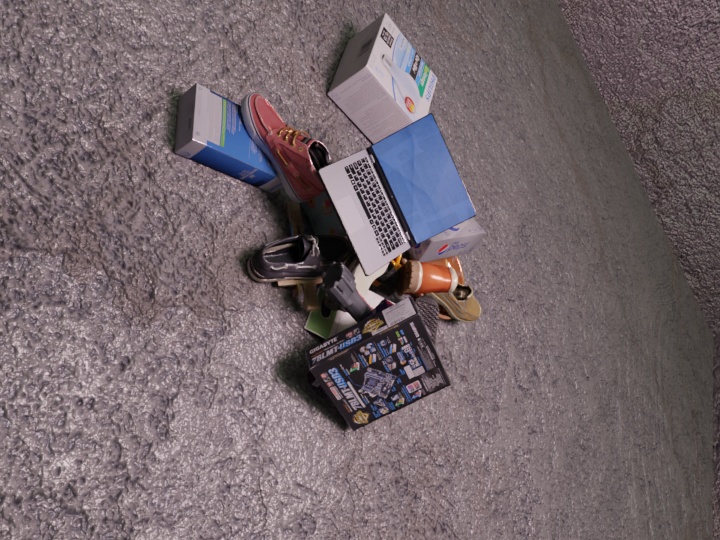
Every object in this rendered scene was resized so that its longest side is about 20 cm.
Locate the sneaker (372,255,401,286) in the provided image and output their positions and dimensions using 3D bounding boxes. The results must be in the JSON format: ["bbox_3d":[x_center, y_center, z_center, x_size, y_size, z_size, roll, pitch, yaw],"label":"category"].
[{"bbox_3d":[0.057,-0.067,1.267,0.077,0.076,0.205,25,56,-38],"label":"sneaker"}]

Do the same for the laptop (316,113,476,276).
[{"bbox_3d":[0.063,-0.127,1.014,0.199,0.115,0.191,-31,98,-41],"label":"laptop"}]

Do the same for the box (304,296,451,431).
[{"bbox_3d":[0.034,0.163,1.026,0.202,0.195,0.050,61,6,-40],"label":"box"}]

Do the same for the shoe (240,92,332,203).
[{"bbox_3d":[-0.115,-0.214,1.020,0.203,0.090,0.072,60,41,-15],"label":"shoe"}]

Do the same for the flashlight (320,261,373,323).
[{"bbox_3d":[0.004,0.063,1.056,0.069,0.067,0.201,-54,127,-19],"label":"flashlight"}]

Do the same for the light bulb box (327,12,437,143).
[{"bbox_3d":[0.054,-0.407,1.354,0.199,0.123,0.202,40,49,-31],"label":"light bulb box"}]

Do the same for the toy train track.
[{"bbox_3d":[-0.107,-0.024,1.093,0.112,0.032,0.205,-3,71,-29],"label":"toy train track"}]

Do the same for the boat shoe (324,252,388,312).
[{"bbox_3d":[-0.001,-0.002,1.144,0.203,0.059,0.073,-57,131,-37],"label":"boat shoe"}]

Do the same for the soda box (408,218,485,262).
[{"bbox_3d":[0.184,-0.072,1.340,0.197,0.069,0.064,-11,55,-44],"label":"soda box"}]

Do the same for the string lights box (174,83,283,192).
[{"bbox_3d":[-0.208,-0.217,1.029,0.198,0.058,0.105,20,62,-44],"label":"string lights box"}]

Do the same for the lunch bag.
[{"bbox_3d":[0.013,-0.142,1.169,0.198,0.168,0.124,-26,94,-47],"label":"lunch bag"}]

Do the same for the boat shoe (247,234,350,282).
[{"bbox_3d":[-0.093,-0.026,1.043,0.196,0.063,0.074,-12,74,-31],"label":"boat shoe"}]

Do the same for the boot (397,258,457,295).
[{"bbox_3d":[0.129,0.018,1.232,0.104,0.200,0.077,5,91,-8],"label":"boot"}]

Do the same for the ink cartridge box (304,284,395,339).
[{"bbox_3d":[-0.006,0.102,1.155,0.197,0.048,0.148,27,53,-12],"label":"ink cartridge box"}]

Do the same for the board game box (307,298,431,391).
[{"bbox_3d":[0.015,0.145,1.054,0.119,0.200,0.033,34,20,-32],"label":"board game box"}]

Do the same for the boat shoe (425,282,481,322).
[{"bbox_3d":[0.218,0.059,1.348,0.198,0.075,0.073,28,56,-40],"label":"boat shoe"}]

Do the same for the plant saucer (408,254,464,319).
[{"bbox_3d":[0.170,0.013,1.397,0.198,0.037,0.205,21,62,-44],"label":"plant saucer"}]

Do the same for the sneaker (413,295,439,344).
[{"bbox_3d":[0.113,0.150,1.251,0.068,0.093,0.205,9,90,-7],"label":"sneaker"}]
